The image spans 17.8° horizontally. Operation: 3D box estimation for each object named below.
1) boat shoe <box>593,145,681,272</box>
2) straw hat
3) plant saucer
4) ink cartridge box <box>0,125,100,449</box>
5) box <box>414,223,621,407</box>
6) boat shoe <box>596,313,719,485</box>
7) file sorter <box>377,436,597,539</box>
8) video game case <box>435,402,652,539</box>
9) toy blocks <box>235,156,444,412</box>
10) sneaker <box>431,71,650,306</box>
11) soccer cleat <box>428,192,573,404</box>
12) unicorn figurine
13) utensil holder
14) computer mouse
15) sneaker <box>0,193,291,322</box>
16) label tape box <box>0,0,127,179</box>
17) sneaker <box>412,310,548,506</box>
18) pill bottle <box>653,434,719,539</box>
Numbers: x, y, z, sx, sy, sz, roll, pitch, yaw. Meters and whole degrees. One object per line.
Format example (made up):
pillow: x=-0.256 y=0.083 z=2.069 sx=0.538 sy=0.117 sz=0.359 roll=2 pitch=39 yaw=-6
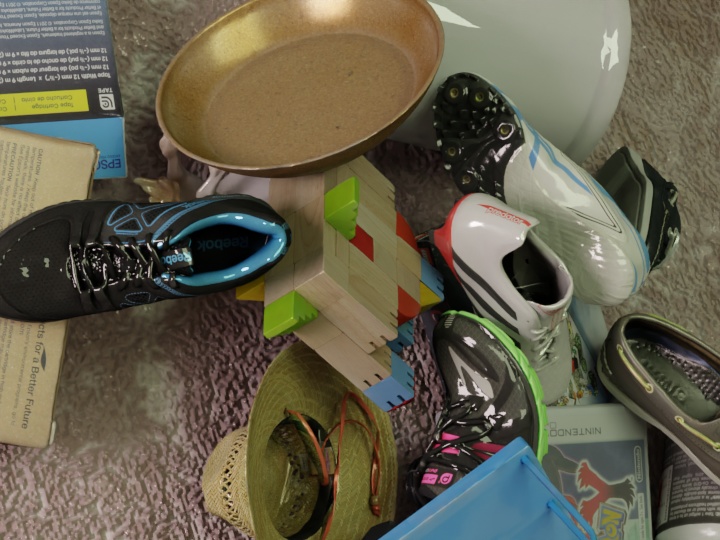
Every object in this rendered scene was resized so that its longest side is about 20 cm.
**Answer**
boat shoe: x=0.214 y=-0.035 z=1.732 sx=0.060 sy=0.076 sz=0.200 roll=34 pitch=25 yaw=-11
straw hat: x=-0.058 y=0.141 z=1.543 sx=0.201 sy=0.085 sz=0.201 roll=17 pitch=70 yaw=-59
plant saucer: x=-0.037 y=-0.122 z=1.538 sx=0.200 sy=0.200 sz=0.035 roll=-54 pitch=141 yaw=-33
ink cartridge box: x=-0.268 y=0.003 z=1.460 sx=0.165 sy=0.075 sz=0.200 roll=12 pitch=82 yaw=-26
box: x=0.117 y=0.050 z=1.677 sx=0.136 sy=0.038 sz=0.200 roll=-23 pitch=101 yaw=-34
boat shoe: x=0.259 y=0.102 z=1.646 sx=0.202 sy=0.060 sz=0.072 roll=35 pitch=67 yaw=14
file sorter: x=0.114 y=0.240 z=1.493 sx=0.139 sy=0.123 sz=0.200 roll=-36 pitch=127 yaw=-6
video game case: x=0.136 y=0.197 z=1.641 sx=0.182 sy=0.023 sz=0.200 roll=0 pitch=86 yaw=-34
toy blocks: x=0.000 y=0.000 z=1.539 sx=0.137 sy=0.100 sz=0.200 roll=42 pitch=31 yaw=-32
sneaker: x=0.125 y=-0.058 z=1.612 sx=0.200 sy=0.072 sz=0.072 roll=49 pitch=23 yaw=1
soccer cleat: x=0.116 y=0.027 z=1.581 sx=0.069 sy=0.085 sz=0.200 roll=-50 pitch=134 yaw=-27
unicorn figurine: x=-0.063 y=-0.059 z=1.622 sx=0.200 sy=0.138 sz=0.074 roll=-12 pitch=38 yaw=-11
utensil holder: x=0.071 y=-0.167 z=1.693 sx=0.200 sy=0.170 sz=0.170 roll=10 pitch=67 yaw=-24
computer mouse: x=0.035 y=0.184 z=1.579 sx=0.200 sy=0.034 sz=0.059 roll=-53 pitch=129 yaw=-51
sneaker: x=-0.140 y=-0.013 z=1.426 sx=0.200 sy=0.082 sz=0.073 roll=-13 pitch=97 yaw=-12
label tape box: x=-0.245 y=-0.154 z=1.566 sx=0.143 sy=0.066 sz=0.200 roll=-7 pitch=88 yaw=-31
sneaker: x=0.079 y=0.126 z=1.552 sx=0.084 sy=0.077 sz=0.200 roll=-9 pitch=89 yaw=-38
pill bottle: x=0.279 y=0.174 z=1.710 sx=0.116 sy=0.116 sz=0.200 roll=21 pitch=63 yaw=-21
